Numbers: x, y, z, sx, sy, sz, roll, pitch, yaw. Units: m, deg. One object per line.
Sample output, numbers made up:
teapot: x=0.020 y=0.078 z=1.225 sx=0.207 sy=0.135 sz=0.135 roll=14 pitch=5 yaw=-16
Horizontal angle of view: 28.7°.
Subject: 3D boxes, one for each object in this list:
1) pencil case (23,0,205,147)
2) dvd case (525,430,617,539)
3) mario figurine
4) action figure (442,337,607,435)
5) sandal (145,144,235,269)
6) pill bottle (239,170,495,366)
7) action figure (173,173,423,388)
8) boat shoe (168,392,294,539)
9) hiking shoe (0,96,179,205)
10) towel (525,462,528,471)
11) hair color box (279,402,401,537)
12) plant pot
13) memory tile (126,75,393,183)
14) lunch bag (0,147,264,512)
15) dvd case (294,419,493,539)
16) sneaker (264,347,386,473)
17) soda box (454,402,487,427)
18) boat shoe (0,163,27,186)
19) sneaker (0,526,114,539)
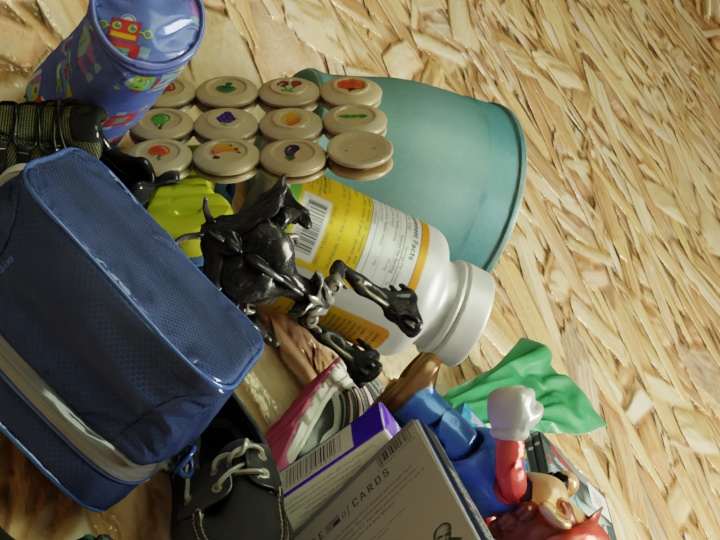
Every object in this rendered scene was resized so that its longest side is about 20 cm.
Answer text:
pencil case: x=-0.174 y=-0.144 z=0.979 sx=0.078 sy=0.200 sz=0.087 roll=-1 pitch=77 yaw=-27
dvd case: x=0.194 y=0.253 z=1.204 sx=0.146 sy=0.022 sz=0.200 roll=44 pitch=29 yaw=-43
mario figurine: x=0.102 y=0.139 z=0.997 sx=0.200 sy=0.106 sz=0.123 roll=43 pitch=1 yaw=0
action figure: x=0.126 y=0.129 z=1.266 sx=0.118 sy=0.055 sz=0.200 roll=43 pitch=33 yaw=25
sandal: x=-0.130 y=-0.037 z=1.066 sx=0.200 sy=0.079 sz=0.087 roll=-96 pitch=-178 yaw=-63
pill bottle: x=0.000 y=0.000 z=1.107 sx=0.200 sy=0.111 sz=0.111 roll=24 pitch=33 yaw=-14
action figure: x=-0.056 y=0.005 z=0.965 sx=0.200 sy=0.119 sz=0.102 roll=34 pitch=-5 yaw=-34
boat shoe: x=-0.084 y=0.127 z=0.852 sx=0.072 sy=0.063 sz=0.200 roll=-5 pitch=22 yaw=-14
hiking shoe: x=-0.219 y=-0.091 z=0.936 sx=0.200 sy=0.101 sz=0.076 roll=29 pitch=39 yaw=-40
towel: x=0.155 y=0.233 z=1.244 sx=0.145 sy=0.024 sz=0.200 roll=43 pitch=25 yaw=-14
hair color box: x=0.027 y=0.201 z=0.928 sx=0.200 sy=0.109 sz=0.065 roll=55 pitch=5 yaw=-10
plant pot: x=0.010 y=-0.082 z=1.226 sx=0.188 sy=0.200 sz=0.200 roll=19 pitch=39 yaw=-25
memory tile: x=-0.078 y=-0.111 z=1.078 sx=0.199 sy=0.017 sz=0.153 roll=-1 pitch=35 yaw=-3
lunch bag: x=-0.162 y=0.043 z=0.831 sx=0.200 sy=0.132 sz=0.136 roll=48 pitch=13 yaw=-1
dvd case: x=0.010 y=0.185 z=0.791 sx=0.025 sy=0.150 sz=0.200 roll=43 pitch=8 yaw=-25
sneaker: x=-0.014 y=0.124 z=1.034 sx=0.087 sy=0.074 sz=0.200 roll=45 pitch=21 yaw=0
soda box: x=0.061 y=0.187 z=1.084 sx=0.064 sy=0.068 sz=0.200 roll=48 pitch=26 yaw=-9
boat shoe: x=-0.167 y=0.001 z=0.943 sx=0.199 sy=0.074 sz=0.068 roll=45 pitch=20 yaw=-20
sneaker: x=-0.129 y=0.184 z=0.770 sx=0.200 sy=0.071 sz=0.080 roll=29 pitch=31 yaw=-46
